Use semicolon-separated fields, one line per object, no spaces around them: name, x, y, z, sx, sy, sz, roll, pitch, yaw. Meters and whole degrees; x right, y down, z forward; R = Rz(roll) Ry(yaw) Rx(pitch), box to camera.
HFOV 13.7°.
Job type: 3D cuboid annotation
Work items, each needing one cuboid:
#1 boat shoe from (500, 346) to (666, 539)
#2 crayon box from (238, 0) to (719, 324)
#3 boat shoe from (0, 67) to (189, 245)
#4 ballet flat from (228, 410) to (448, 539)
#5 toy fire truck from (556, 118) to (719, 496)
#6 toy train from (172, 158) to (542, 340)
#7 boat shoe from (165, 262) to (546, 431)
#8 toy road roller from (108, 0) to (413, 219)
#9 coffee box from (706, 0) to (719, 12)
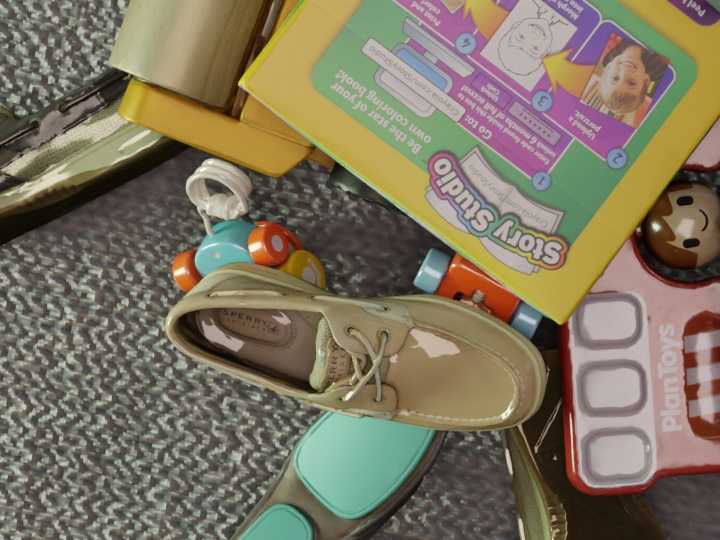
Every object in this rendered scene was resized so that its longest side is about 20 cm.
boat shoe;0.118;0.138;1.638;0.073;0.063;0.201;-21;98;-11
crayon box;0.070;-0.101;1.487;0.200;0.058;0.173;37;92;-7
boat shoe;-0.185;-0.061;1.647;0.201;0.072;0.066;-24;80;6
ballet flat;-0.018;0.128;1.638;0.200;0.068;0.068;-46;71;12
toy fire truck;0.183;0.015;1.582;0.168;0.112;0.200;-5;91;-3
toy train;0.000;0.000;1.613;0.200;0.056;0.150;24;136;4
boat shoe;-0.004;0.045;1.556;0.200;0.065;0.072;15;109;17
toy road roller;-0.028;-0.110;1.580;0.200;0.146;0.123;21;93;-7
coffee box;0.231;-0.173;1.574;0.200;0.123;0.044;-26;92;7
